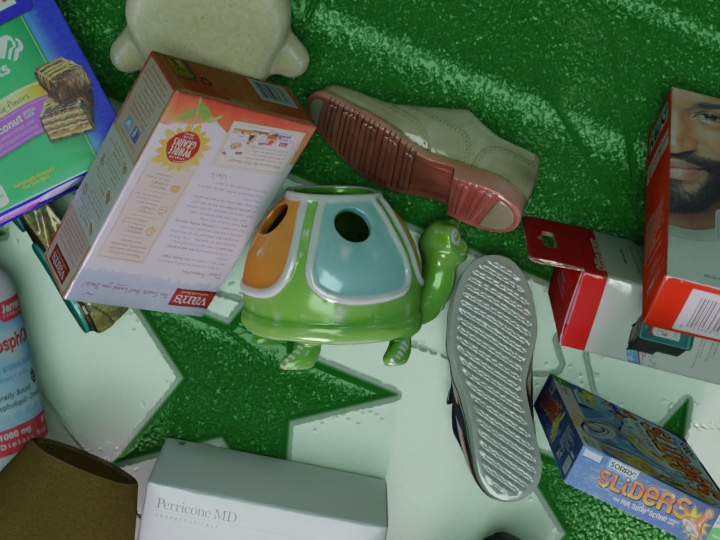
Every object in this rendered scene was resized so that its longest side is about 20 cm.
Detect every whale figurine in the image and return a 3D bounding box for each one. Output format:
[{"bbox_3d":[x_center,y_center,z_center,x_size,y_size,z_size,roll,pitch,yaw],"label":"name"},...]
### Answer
[{"bbox_3d":[-0.119,-0.177,1.153,0.157,0.104,0.202,0,125,-1],"label":"whale figurine"}]

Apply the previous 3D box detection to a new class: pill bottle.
[{"bbox_3d":[-0.327,0.063,1.179,0.108,0.109,0.202,-10,101,2],"label":"pill bottle"}]

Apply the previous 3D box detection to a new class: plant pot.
[{"bbox_3d":[-0.256,0.241,1.129,0.185,0.186,0.202,23,89,-4],"label":"plant pot"}]

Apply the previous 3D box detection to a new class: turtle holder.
[{"bbox_3d":[-0.004,0.002,1.151,0.183,0.141,0.133,1,99,1],"label":"turtle holder"}]

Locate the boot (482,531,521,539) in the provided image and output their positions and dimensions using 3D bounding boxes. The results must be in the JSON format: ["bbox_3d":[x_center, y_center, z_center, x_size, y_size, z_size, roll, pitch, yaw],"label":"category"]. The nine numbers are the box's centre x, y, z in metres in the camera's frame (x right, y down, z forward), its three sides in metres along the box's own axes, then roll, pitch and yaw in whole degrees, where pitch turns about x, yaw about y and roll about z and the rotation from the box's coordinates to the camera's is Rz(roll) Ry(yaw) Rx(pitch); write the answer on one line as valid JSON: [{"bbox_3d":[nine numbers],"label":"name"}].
[{"bbox_3d":[0.068,0.295,1.160,0.199,0.165,0.066,-25,108,-19],"label":"boot"}]

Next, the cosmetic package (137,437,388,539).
[{"bbox_3d":[-0.091,0.268,1.211,0.197,0.123,0.202,11,99,-2],"label":"cosmetic package"}]

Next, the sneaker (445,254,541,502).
[{"bbox_3d":[0.108,0.092,1.204,0.078,0.079,0.202,-1,81,-4],"label":"sneaker"}]

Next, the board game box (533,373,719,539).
[{"bbox_3d":[0.214,0.150,1.146,0.134,0.200,0.035,26,100,-5],"label":"board game box"}]

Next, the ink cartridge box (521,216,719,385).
[{"bbox_3d":[0.220,0.024,1.163,0.198,0.116,0.068,14,109,-2],"label":"ink cartridge box"}]

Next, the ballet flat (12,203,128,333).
[{"bbox_3d":[-0.255,-0.042,1.187,0.070,0.071,0.201,-34,98,6],"label":"ballet flat"}]

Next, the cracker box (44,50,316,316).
[{"bbox_3d":[-0.142,-0.061,1.118,0.133,0.058,0.201,10,124,-42],"label":"cracker box"}]

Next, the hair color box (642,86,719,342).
[{"bbox_3d":[0.280,-0.042,1.116,0.110,0.201,0.064,13,140,-2],"label":"hair color box"}]

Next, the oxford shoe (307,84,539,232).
[{"bbox_3d":[0.052,-0.104,1.178,0.199,0.071,0.074,29,59,4],"label":"oxford shoe"}]

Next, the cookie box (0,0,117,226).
[{"bbox_3d":[-0.298,-0.140,1.109,0.170,0.075,0.201,-30,91,-26],"label":"cookie box"}]
